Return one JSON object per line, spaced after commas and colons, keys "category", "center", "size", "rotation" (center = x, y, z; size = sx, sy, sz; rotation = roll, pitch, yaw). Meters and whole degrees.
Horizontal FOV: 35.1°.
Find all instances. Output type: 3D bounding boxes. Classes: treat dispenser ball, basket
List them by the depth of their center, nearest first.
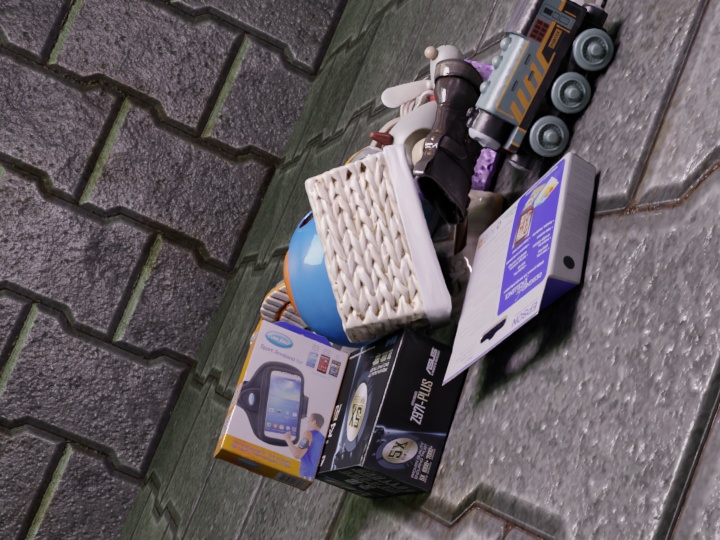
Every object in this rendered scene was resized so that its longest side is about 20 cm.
{"category": "basket", "center": [0.020, -0.022, 1.308], "size": [0.136, 0.123, 0.201], "rotation": [71, -177, -78]}
{"category": "treat dispenser ball", "center": [0.000, 0.000, 1.485], "size": [0.201, 0.200, 0.201], "rotation": [-59, 15, 26]}

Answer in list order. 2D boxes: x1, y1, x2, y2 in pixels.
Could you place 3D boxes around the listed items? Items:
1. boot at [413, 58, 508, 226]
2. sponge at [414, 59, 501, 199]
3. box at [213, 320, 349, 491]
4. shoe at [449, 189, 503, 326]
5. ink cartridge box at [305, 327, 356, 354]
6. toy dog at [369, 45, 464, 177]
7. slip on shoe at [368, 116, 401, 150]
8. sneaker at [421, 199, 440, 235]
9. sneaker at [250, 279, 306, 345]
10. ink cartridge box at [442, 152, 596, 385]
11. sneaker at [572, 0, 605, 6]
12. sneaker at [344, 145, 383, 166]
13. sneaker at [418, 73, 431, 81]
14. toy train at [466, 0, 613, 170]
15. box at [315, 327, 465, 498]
{"category": "boot", "center": [0.121, -0.133, 1.340], "size": [0.069, 0.200, 0.175], "rotation": [-4, 65, 34]}
{"category": "sponge", "center": [0.135, -0.180, 1.478], "size": [0.030, 0.111, 0.201], "rotation": [52, -124, -65]}
{"category": "box", "center": [-0.090, 0.151, 1.376], "size": [0.041, 0.119, 0.201], "rotation": [130, 160, -58]}
{"category": "shoe", "center": [0.126, -0.017, 1.339], "size": [0.070, 0.053, 0.201], "rotation": [-51, 20, 49]}
{"category": "ink cartridge box", "center": [-0.019, 0.070, 1.695], "size": [0.200, 0.085, 0.146], "rotation": [-58, 16, 25]}
{"category": "toy dog", "center": [0.064, -0.199, 1.415], "size": [0.132, 0.096, 0.201], "rotation": [-35, 38, 38]}
{"category": "slip on shoe", "center": [0.034, -0.135, 1.662], "size": [0.061, 0.076, 0.201], "rotation": [-104, 26, -61]}
{"category": "sneaker", "center": [0.057, -0.097, 1.569], "size": [0.080, 0.130, 0.200], "rotation": [48, 123, 28]}
{"category": "sneaker", "center": [-0.109, 0.054, 1.703], "size": [0.200, 0.078, 0.077], "rotation": [-50, 13, 49]}
{"category": "ink cartridge box", "center": [0.163, 0.008, 1.171], "size": [0.198, 0.043, 0.201], "rotation": [-47, 21, 55]}
{"category": "sneaker", "center": [0.256, -0.366, 1.353], "size": [0.200, 0.093, 0.070], "rotation": [-63, 13, 13]}
{"category": "sneaker", "center": [-0.011, -0.078, 1.603], "size": [0.077, 0.078, 0.201], "rotation": [-76, 9, -75]}
{"category": "sneaker", "center": [0.093, -0.195, 1.691], "size": [0.079, 0.075, 0.201], "rotation": [-115, 42, -54]}
{"category": "toy train", "center": [0.198, -0.216, 1.273], "size": [0.201, 0.114, 0.085], "rotation": [-64, 13, 9]}
{"category": "box", "center": [0.029, 0.171, 1.322], "size": [0.200, 0.086, 0.164], "rotation": [-33, 36, 67]}
